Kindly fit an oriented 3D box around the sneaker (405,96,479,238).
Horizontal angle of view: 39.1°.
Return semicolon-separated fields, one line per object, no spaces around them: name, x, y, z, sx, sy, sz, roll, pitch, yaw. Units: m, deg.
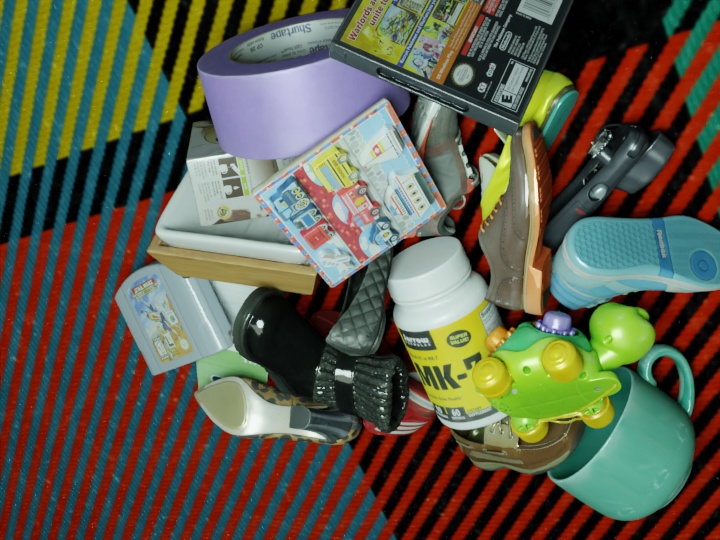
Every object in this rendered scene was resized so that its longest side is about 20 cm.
sneaker;0.090;-0.120;1.080;0.081;0.077;0.201;7;130;-4

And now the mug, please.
mug;0.308;0.192;1.128;0.114;0.152;0.185;34;126;-6

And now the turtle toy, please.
turtle toy;0.212;0.096;1.064;0.199;0.102;0.146;-18;139;22

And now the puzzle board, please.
puzzle board;-0.002;-0.066;0.992;0.150;0.017;0.200;-34;147;3

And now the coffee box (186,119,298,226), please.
coffee box;-0.075;-0.118;1.067;0.199;0.113;0.080;-9;119;0

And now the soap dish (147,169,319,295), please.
soap dish;-0.117;-0.053;1.141;0.199;0.158;0.081;8;139;15

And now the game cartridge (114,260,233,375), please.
game cartridge;-0.239;0.054;1.263;0.200;0.041;0.134;-22;98;52

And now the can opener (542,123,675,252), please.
can opener;0.233;-0.075;1.048;0.078;0.063;0.200;38;125;-6

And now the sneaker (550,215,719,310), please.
sneaker;0.289;-0.002;1.074;0.199;0.080;0.131;8;158;-11

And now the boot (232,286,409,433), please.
boot;-0.036;0.099;1.119;0.157;0.080;0.211;17;161;28

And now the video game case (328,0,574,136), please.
video game case;0.092;-0.236;0.927;0.180;0.201;0.026;24;153;4

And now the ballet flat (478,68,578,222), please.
ballet flat;0.161;-0.120;1.056;0.067;0.067;0.201;35;125;23

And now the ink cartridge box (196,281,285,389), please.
ink cartridge box;-0.152;0.067;1.278;0.103;0.059;0.201;11;123;13

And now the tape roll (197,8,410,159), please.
tape roll;-0.055;-0.188;1.002;0.199;0.200;0.085;-3;119;22

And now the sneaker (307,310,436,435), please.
sneaker;0.002;0.142;1.257;0.199;0.078;0.116;34;124;-1

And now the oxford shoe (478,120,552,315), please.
oxford shoe;0.151;-0.050;1.013;0.072;0.071;0.201;6;112;21

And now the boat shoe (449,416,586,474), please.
boat shoe;0.175;0.192;1.186;0.074;0.076;0.200;38;149;-18

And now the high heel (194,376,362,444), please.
high heel;-0.101;0.180;1.272;0.199;0.142;0.072;7;81;34

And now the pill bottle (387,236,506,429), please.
pill bottle;0.106;0.070;1.153;0.114;0.114;0.201;-14;114;27

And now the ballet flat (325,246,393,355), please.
ballet flat;0.000;0.000;1.102;0.057;0.201;0.067;18;142;-18
